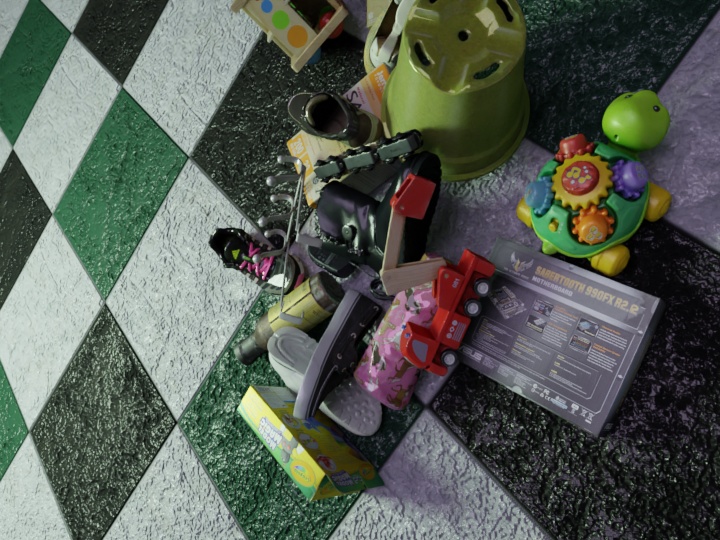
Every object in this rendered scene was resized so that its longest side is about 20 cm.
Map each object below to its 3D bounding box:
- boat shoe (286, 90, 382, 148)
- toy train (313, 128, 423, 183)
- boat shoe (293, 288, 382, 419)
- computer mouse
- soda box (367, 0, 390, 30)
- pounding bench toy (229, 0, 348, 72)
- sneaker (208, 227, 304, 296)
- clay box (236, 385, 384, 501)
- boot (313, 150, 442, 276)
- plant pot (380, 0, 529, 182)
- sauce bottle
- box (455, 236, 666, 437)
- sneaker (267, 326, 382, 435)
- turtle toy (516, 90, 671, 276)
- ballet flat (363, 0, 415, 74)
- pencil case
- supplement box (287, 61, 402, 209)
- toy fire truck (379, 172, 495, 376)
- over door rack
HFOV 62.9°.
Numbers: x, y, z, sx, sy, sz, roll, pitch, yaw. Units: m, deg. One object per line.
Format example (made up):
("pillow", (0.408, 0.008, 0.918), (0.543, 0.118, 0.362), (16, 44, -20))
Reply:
("boat shoe", (-0.050, -0.223, 0.829), (0.199, 0.064, 0.074), (30, 97, 44))
("toy train", (0.005, -0.145, 0.750), (0.198, 0.046, 0.035), (-5, 115, 51))
("boat shoe", (-0.027, 0.111, 0.783), (0.056, 0.069, 0.202), (22, 56, 7))
("computer mouse", (0.000, 0.000, 0.863), (0.198, 0.034, 0.059), (30, 71, 31))
("soda box", (0.107, -0.402, 0.861), (0.197, 0.064, 0.069), (-9, 74, 33))
("pounding bench toy", (-0.111, -0.444, 0.982), (0.124, 0.155, 0.201), (-42, 28, 19))
("sneaker", (-0.175, -0.018, 0.948), (0.198, 0.087, 0.075), (30, 96, 35))
("clay box", (-0.067, 0.237, 0.796), (0.199, 0.114, 0.048), (40, 102, 35))
("boot", (0.013, -0.085, 0.781), (0.167, 0.076, 0.203), (30, 132, 28))
("plant pot", (0.116, -0.230, 0.696), (0.196, 0.184, 0.205), (-1, 81, 5))
("sauce bottle", (-0.114, 0.078, 0.898), (0.199, 0.064, 0.066), (-35, 61, 23))
("box", (0.218, 0.070, 0.679), (0.198, 0.048, 0.161), (25, 93, 36))
("sneaker", (-0.051, 0.163, 0.836), (0.199, 0.076, 0.081), (39, 143, 21))
("turtle toy", (0.264, -0.102, 0.654), (0.145, 0.101, 0.201), (39, 93, 34))
("ballet flat", (0.051, -0.339, 0.834), (0.201, 0.070, 0.072), (-55, 49, 47))
("pencil case", (0.070, 0.079, 0.758), (0.086, 0.083, 0.202), (35, 99, 23))
("supplement box", (-0.004, -0.191, 0.881), (0.199, 0.073, 0.128), (-34, 62, 23))
("toy fire truck", (0.074, 0.008, 0.675), (0.139, 0.049, 0.203), (22, 101, -8))
("over door rack", (-0.109, -0.050, 0.830), (0.202, 0.065, 0.149), (-108, 27, -47))
